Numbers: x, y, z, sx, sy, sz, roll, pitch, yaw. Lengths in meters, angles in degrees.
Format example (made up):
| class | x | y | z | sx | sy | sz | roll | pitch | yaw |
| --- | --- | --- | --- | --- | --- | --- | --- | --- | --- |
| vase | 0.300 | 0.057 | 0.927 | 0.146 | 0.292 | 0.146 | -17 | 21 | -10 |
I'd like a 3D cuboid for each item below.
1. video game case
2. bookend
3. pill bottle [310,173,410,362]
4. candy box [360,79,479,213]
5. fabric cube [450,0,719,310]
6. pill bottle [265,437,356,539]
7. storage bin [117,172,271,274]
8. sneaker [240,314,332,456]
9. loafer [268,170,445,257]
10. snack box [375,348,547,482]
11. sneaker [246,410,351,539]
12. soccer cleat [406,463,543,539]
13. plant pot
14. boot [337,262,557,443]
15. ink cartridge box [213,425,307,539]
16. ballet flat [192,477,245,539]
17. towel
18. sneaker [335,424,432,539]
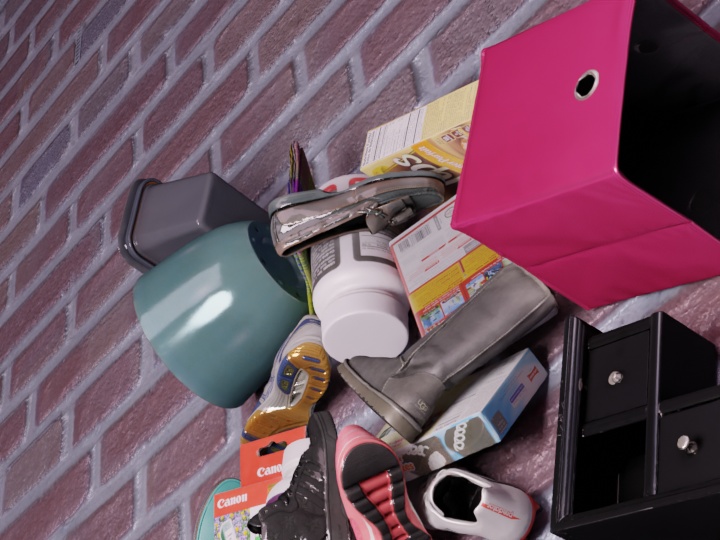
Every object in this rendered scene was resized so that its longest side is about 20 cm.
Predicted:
| class | x | y | z | sx | sy | sz | roll | pitch | yaw |
| --- | --- | --- | --- | --- | --- | --- | --- | --- | --- |
| video game case | 0.112 | 0.006 | 1.511 | 0.142 | 0.017 | 0.201 | -34 | 46 | 17 |
| bookend | 0.261 | 0.117 | 1.184 | 0.199 | 0.092 | 0.201 | -23 | 48 | 45 |
| pill bottle | 0.000 | 0.000 | 1.639 | 0.114 | 0.113 | 0.202 | -38 | 38 | 33 |
| candy box | 0.106 | -0.132 | 1.581 | 0.199 | 0.115 | 0.056 | -20 | 49 | 48 |
| fabric cube | 0.226 | -0.106 | 1.305 | 0.198 | 0.199 | 0.199 | -17 | 54 | 48 |
| pill bottle | -0.047 | 0.279 | 1.495 | 0.112 | 0.112 | 0.202 | -31 | 43 | 40 |
| storage bin | -0.191 | -0.051 | 1.901 | 0.133 | 0.199 | 0.147 | -14 | 54 | 37 |
| sneaker | -0.077 | 0.139 | 1.680 | 0.089 | 0.074 | 0.201 | -80 | 17 | -52 |
| loafer | -0.002 | -0.057 | 1.576 | 0.197 | 0.072 | 0.064 | -10 | 65 | 11 |
| snack box | 0.081 | 0.152 | 1.425 | 0.199 | 0.037 | 0.116 | -31 | 9 | 42 |
| sneaker | -0.065 | 0.233 | 1.423 | 0.060 | 0.103 | 0.202 | 91 | 171 | -59 |
| soccer cleat | 0.085 | 0.214 | 1.377 | 0.199 | 0.085 | 0.069 | 5 | 71 | 57 |
| plant pot | -0.149 | 0.036 | 1.763 | 0.161 | 0.200 | 0.202 | -40 | 37 | 19 |
| boot | 0.082 | 0.066 | 1.431 | 0.200 | 0.073 | 0.182 | -49 | 29 | -4 |
| ink cartridge box | -0.109 | 0.274 | 1.606 | 0.108 | 0.050 | 0.203 | -20 | 61 | 35 |
| ballet flat | -0.162 | 0.340 | 1.665 | 0.073 | 0.072 | 0.203 | -24 | 54 | 45 |
| towel | -0.064 | -0.046 | 1.735 | 0.022 | 0.145 | 0.201 | -11 | 37 | 8 |
| sneaker | 0.024 | 0.234 | 1.392 | 0.073 | 0.203 | 0.087 | -19 | 21 | -8 |
